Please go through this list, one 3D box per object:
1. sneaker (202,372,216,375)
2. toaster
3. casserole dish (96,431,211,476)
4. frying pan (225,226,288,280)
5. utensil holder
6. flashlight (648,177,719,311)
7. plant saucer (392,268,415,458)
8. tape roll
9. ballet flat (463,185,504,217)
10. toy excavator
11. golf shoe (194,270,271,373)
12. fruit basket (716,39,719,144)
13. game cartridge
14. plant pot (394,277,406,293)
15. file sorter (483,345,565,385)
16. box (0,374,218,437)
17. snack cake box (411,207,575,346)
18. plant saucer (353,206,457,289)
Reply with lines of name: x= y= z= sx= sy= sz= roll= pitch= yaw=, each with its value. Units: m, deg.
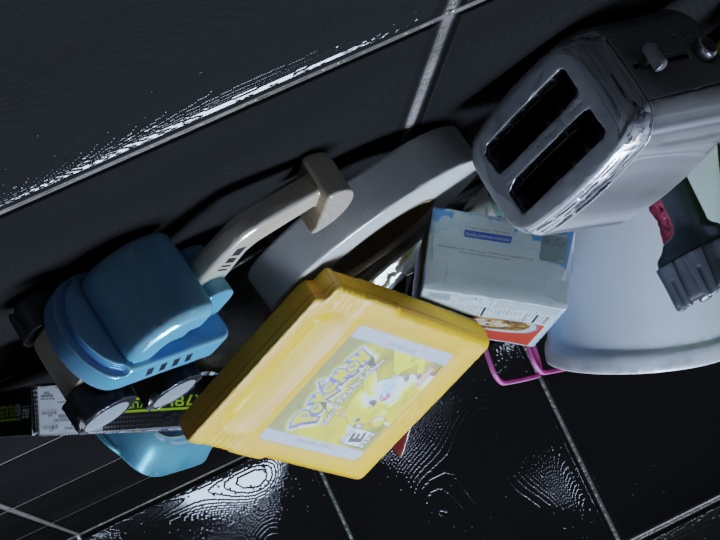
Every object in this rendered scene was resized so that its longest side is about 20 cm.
sneaker: x=-0.118 y=0.071 z=1.573 sx=0.199 sy=0.077 sz=0.076 roll=-32 pitch=168 yaw=28
toaster: x=0.170 y=-0.101 z=1.222 sx=0.129 sy=0.114 sz=0.200 roll=-12 pitch=156 yaw=-45
casserole dish: x=-0.201 y=0.137 z=1.621 sx=0.039 sy=0.121 sz=0.200 roll=-46 pitch=167 yaw=13
frying pan: x=-0.086 y=-0.014 z=1.275 sx=0.189 sy=0.031 sz=0.115 roll=-34 pitch=180 yaw=2
utensil holder: x=0.240 y=-0.024 z=1.468 sx=0.168 sy=0.202 sz=0.170 roll=-4 pitch=-172 yaw=1
flashlight: x=0.230 y=-0.066 z=1.337 sx=0.068 sy=0.201 sz=0.068 roll=-23 pitch=173 yaw=-9
plant saucer: x=0.056 y=0.055 z=1.636 sx=0.036 sy=0.201 sz=0.200 roll=16 pitch=-164 yaw=-1
tape roll: x=0.004 y=-0.038 z=1.291 sx=0.202 sy=0.037 sz=0.203 roll=-35 pitch=172 yaw=-6
ballet flat: x=0.131 y=-0.051 z=1.604 sx=0.074 sy=0.075 sz=0.200 roll=-26 pitch=170 yaw=0
toy excavator: x=-0.116 y=0.006 z=1.157 sx=0.194 sy=0.100 sz=0.200 roll=-19 pitch=161 yaw=-47
golf shoe: x=-0.085 y=0.050 z=1.405 sx=0.091 sy=0.076 sz=0.200 roll=11 pitch=-165 yaw=15
fruit basket: x=0.360 y=-0.179 z=1.387 sx=0.214 sy=0.157 sz=0.216 roll=-2 pitch=-151 yaw=1
game cartridge: x=-0.017 y=0.086 z=1.308 sx=0.199 sy=0.033 sz=0.176 roll=18 pitch=121 yaw=-47
plant pot: x=-0.023 y=0.085 z=1.743 sx=0.092 sy=0.202 sz=0.201 roll=16 pitch=167 yaw=-2
file sorter: x=0.221 y=0.026 z=1.662 sx=0.199 sy=0.126 sz=0.139 roll=-23 pitch=171 yaw=26
box: x=-0.192 y=0.114 z=1.392 sx=0.198 sy=0.048 sz=0.193 roll=-1 pitch=172 yaw=-22
snack cake box: x=0.104 y=0.009 z=1.368 sx=0.114 sy=0.068 sz=0.200 roll=8 pitch=169 yaw=-1
plant saucer: x=0.000 y=0.000 z=1.485 sx=0.200 sy=0.050 sz=0.200 roll=-43 pitch=174 yaw=-5
